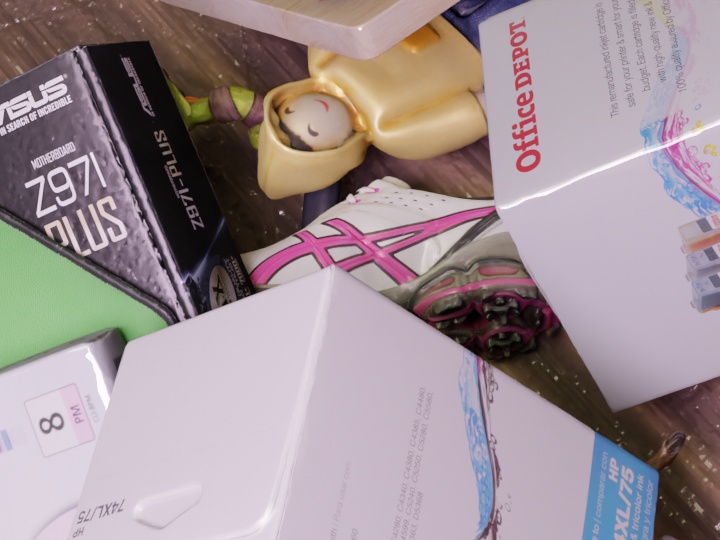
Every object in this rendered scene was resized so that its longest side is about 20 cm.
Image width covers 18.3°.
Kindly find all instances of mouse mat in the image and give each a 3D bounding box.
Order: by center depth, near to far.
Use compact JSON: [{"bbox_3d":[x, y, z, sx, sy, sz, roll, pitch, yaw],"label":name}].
[{"bbox_3d":[-0.186,0.070,1.029,0.160,0.008,0.201,30,106,10],"label":"mouse mat"}]

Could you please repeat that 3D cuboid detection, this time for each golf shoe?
[{"bbox_3d":[0.000,0.000,1.128,0.198,0.073,0.093,-4,57,-3],"label":"golf shoe"}]

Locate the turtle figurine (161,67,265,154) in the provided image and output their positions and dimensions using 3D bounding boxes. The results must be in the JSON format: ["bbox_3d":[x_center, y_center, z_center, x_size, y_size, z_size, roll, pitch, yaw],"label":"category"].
[{"bbox_3d":[-0.108,-0.076,1.172,0.198,0.161,0.065,-13,89,5],"label":"turtle figurine"}]

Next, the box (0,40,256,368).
[{"bbox_3d":[-0.165,0.005,1.062,0.199,0.086,0.165,-22,90,18],"label":"box"}]

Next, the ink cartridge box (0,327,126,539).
[{"bbox_3d":[-0.170,0.136,1.004,0.198,0.057,0.164,-21,93,11],"label":"ink cartridge box"}]

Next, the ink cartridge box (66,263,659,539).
[{"bbox_3d":[0.000,0.120,0.932,0.146,0.199,0.147,-19,48,45],"label":"ink cartridge box"}]

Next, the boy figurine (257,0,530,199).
[{"bbox_3d":[0.021,-0.113,1.153,0.199,0.065,0.125,-35,75,-13],"label":"boy figurine"}]

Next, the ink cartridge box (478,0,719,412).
[{"bbox_3d":[0.171,-0.058,1.023,0.198,0.145,0.146,-20,38,17],"label":"ink cartridge box"}]

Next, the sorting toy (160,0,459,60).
[{"bbox_3d":[0.010,-0.203,1.141,0.199,0.070,0.198,-36,33,-23],"label":"sorting toy"}]

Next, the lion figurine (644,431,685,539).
[{"bbox_3d":[0.106,0.180,1.021,0.072,0.123,0.201,22,60,-4],"label":"lion figurine"}]

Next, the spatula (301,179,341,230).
[{"bbox_3d":[-0.022,0.016,1.166,0.056,0.021,0.202,0,83,25],"label":"spatula"}]
